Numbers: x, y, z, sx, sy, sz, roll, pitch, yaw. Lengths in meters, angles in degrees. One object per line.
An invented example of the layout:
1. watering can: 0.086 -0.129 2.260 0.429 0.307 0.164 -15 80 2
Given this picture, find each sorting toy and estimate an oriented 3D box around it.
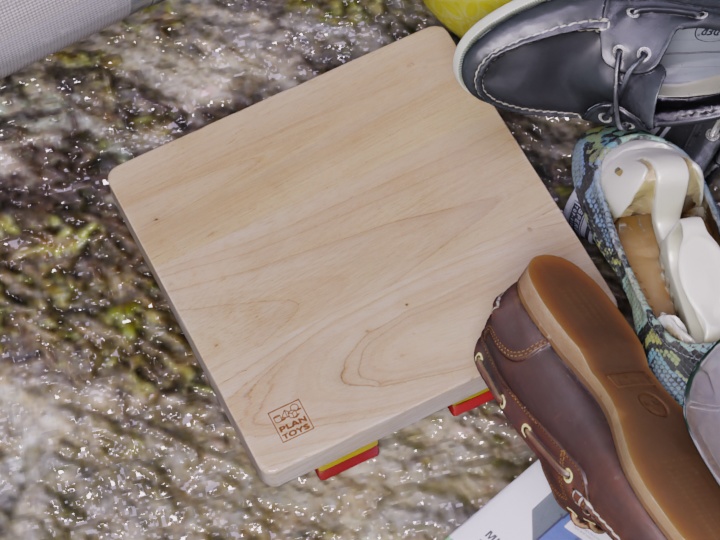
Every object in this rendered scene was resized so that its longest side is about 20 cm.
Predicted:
1. sorting toy: 0.000 0.000 1.349 0.200 0.070 0.199 -25 62 -10

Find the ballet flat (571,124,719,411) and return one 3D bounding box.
1. ballet flat: 0.156 -0.016 1.269 0.074 0.074 0.200 -15 52 -6

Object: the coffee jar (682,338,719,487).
1. coffee jar: 0.243 0.068 1.202 0.200 0.085 0.104 -2 53 -52

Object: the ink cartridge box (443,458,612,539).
1. ink cartridge box: 0.129 0.157 1.245 0.200 0.088 0.145 -37 65 -19

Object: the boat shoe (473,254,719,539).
1. boat shoe: 0.119 0.086 1.203 0.070 0.070 0.200 7 40 -40

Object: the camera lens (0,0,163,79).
1. camera lens: -0.184 -0.201 1.419 0.200 0.160 0.160 -28 63 -12

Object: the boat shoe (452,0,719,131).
1. boat shoe: 0.149 -0.101 1.303 0.199 0.075 0.066 -2 41 -15

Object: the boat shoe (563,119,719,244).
1. boat shoe: 0.195 -0.083 1.384 0.068 0.074 0.199 36 71 17

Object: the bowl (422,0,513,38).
1. bowl: 0.119 -0.155 1.396 0.200 0.200 0.108 -8 103 -1
